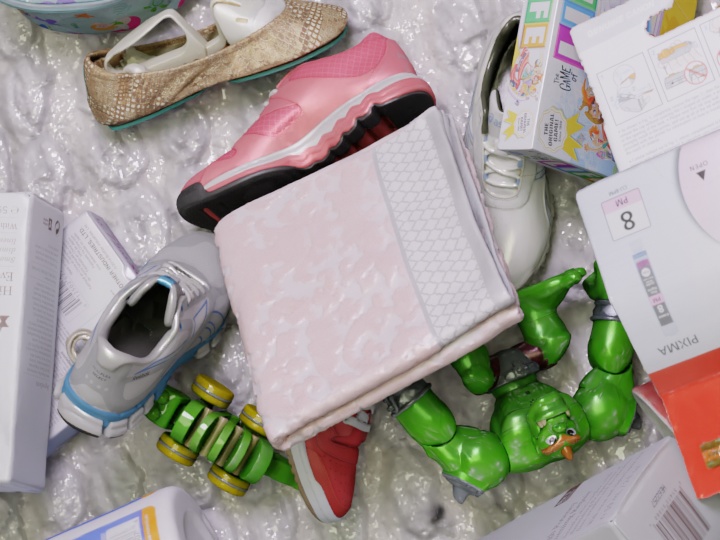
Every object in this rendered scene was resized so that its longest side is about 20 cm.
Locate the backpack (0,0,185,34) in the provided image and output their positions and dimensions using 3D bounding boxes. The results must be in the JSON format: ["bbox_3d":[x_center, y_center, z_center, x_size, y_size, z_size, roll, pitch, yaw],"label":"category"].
[{"bbox_3d":[-0.197,-0.274,1.624,0.177,0.151,0.201,-1,86,12],"label":"backpack"}]

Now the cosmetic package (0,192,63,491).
[{"bbox_3d":[-0.269,0.050,1.574,0.101,0.074,0.201,0,80,13],"label":"cosmetic package"}]

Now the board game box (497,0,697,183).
[{"bbox_3d":[0.166,-0.162,1.525,0.034,0.134,0.201,3,81,49],"label":"board game box"}]

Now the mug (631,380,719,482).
[{"bbox_3d":[0.305,0.080,1.471,0.200,0.133,0.178,-40,112,0],"label":"mug"}]

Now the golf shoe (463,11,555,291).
[{"bbox_3d":[0.094,-0.081,1.546,0.078,0.097,0.201,5,84,12],"label":"golf shoe"}]

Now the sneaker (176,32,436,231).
[{"bbox_3d":[-0.044,-0.097,1.605,0.200,0.074,0.087,-28,55,9],"label":"sneaker"}]

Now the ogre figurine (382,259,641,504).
[{"bbox_3d":[0.109,0.074,1.515,0.199,0.098,0.120,-21,89,-33],"label":"ogre figurine"}]

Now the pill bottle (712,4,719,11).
[{"bbox_3d":[0.295,-0.152,1.500,0.200,0.113,0.113,-41,75,5],"label":"pill bottle"}]

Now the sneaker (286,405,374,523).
[{"bbox_3d":[0.005,0.068,1.555,0.112,0.071,0.201,-9,77,15],"label":"sneaker"}]

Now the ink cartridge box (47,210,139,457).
[{"bbox_3d":[-0.234,0.065,1.628,0.200,0.042,0.119,-38,76,2],"label":"ink cartridge box"}]

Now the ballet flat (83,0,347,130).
[{"bbox_3d":[-0.109,-0.161,1.614,0.199,0.071,0.065,-22,118,8],"label":"ballet flat"}]

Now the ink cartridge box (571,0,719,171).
[{"bbox_3d":[0.242,-0.092,1.438,0.162,0.057,0.201,-24,69,19],"label":"ink cartridge box"}]

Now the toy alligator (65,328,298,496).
[{"bbox_3d":[-0.122,0.101,1.565,0.200,0.054,0.059,31,94,1],"label":"toy alligator"}]

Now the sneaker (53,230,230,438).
[{"bbox_3d":[-0.131,0.026,1.540,0.075,0.200,0.087,29,132,2],"label":"sneaker"}]

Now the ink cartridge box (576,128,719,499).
[{"bbox_3d":[0.236,0.015,1.367,0.162,0.057,0.201,-23,70,19],"label":"ink cartridge box"}]

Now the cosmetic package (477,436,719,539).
[{"bbox_3d":[0.131,0.190,1.435,0.200,0.102,0.074,-33,97,42],"label":"cosmetic package"}]

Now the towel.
[{"bbox_3d":[0.000,0.000,1.503,0.191,0.032,0.200,-29,46,12],"label":"towel"}]

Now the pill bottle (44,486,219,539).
[{"bbox_3d":[-0.193,0.235,1.555,0.199,0.112,0.112,-24,77,9],"label":"pill bottle"}]
